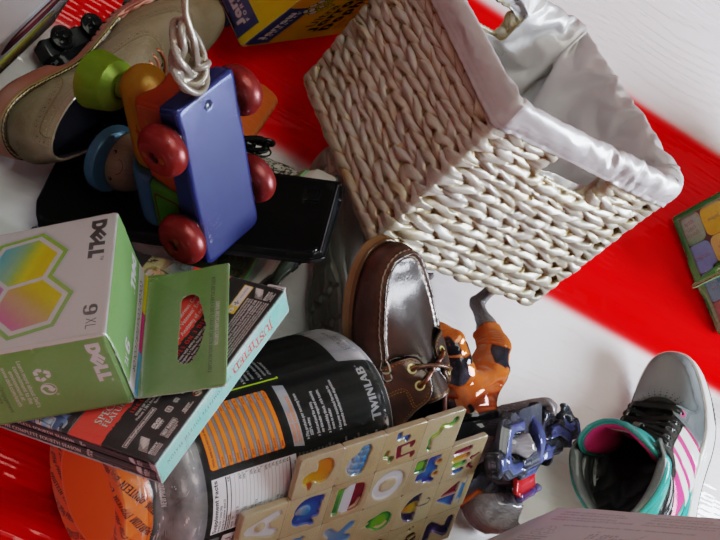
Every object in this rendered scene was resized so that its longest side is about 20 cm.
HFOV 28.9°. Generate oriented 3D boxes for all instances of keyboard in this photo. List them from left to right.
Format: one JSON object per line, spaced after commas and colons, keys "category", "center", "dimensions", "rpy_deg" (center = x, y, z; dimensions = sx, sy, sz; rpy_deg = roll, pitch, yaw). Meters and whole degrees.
{"category": "keyboard", "center": [-0.111, -0.057, 0.945], "dimensions": [0.199, 0.021, 0.127], "rpy_deg": [8, 46, 6]}

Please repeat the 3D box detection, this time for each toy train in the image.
{"category": "toy train", "center": [-0.127, -0.107, 0.843], "dimensions": [0.115, 0.201, 0.085], "rpy_deg": [25, 52, 28]}
{"category": "toy train", "center": [-0.151, -0.183, 1.030], "dimensions": [0.200, 0.034, 0.046], "rpy_deg": [-33, 94, -39]}

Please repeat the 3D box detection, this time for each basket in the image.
{"category": "basket", "center": [0.093, -0.104, 1.027], "dimensions": [0.198, 0.161, 0.200], "rpy_deg": [19, 36, -41]}

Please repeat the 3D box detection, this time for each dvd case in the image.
{"category": "dvd case", "center": [-0.162, 0.043, 0.845], "dimensions": [0.146, 0.199, 0.022], "rpy_deg": [-55, 148, -37]}

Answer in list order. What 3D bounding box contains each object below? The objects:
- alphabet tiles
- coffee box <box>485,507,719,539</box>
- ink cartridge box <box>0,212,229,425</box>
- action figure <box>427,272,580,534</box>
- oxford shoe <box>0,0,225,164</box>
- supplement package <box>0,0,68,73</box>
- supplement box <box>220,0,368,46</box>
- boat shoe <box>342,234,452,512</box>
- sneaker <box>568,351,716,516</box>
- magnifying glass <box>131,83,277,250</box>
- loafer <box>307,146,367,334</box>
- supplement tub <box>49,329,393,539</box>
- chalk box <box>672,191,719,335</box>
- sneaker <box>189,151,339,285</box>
{"category": "alphabet tiles", "center": [-0.004, 0.167, 0.912], "dimensions": [0.199, 0.167, 0.006], "rpy_deg": [-13, 43, -36]}
{"category": "coffee box", "center": [0.150, 0.283, 0.906], "dimensions": [0.199, 0.199, 0.199], "rpy_deg": [-15, 95, -38]}
{"category": "ink cartridge box", "center": [-0.179, 0.028, 0.804], "dimensions": [0.199, 0.059, 0.104], "rpy_deg": [-10, 42, 5]}
{"category": "action figure", "center": [0.094, 0.106, 1.061], "dimensions": [0.200, 0.104, 0.194], "rpy_deg": [15, 64, -63]}
{"category": "oxford shoe", "center": [-0.156, -0.129, 0.957], "dimensions": [0.200, 0.074, 0.071], "rpy_deg": [-43, 136, -28]}
{"category": "supplement package", "center": [-0.272, -0.168, 0.889], "dimensions": [0.109, 0.114, 0.200], "rpy_deg": [42, 53, -11]}
{"category": "supplement box", "center": [-0.018, -0.253, 1.078], "dimensions": [0.200, 0.109, 0.109], "rpy_deg": [-21, 83, -51]}
{"category": "boat shoe", "center": [0.034, 0.074, 0.956], "dimensions": [0.070, 0.070, 0.201], "rpy_deg": [-27, 125, -35]}
{"category": "sneaker", "center": [0.221, 0.134, 1.105], "dimensions": [0.121, 0.083, 0.201], "rpy_deg": [47, 47, -45]}
{"category": "magnifying glass", "center": [-0.114, -0.064, 1.015], "dimensions": [0.080, 0.022, 0.200], "rpy_deg": [40, 55, -15]}
{"category": "loafer", "center": [0.000, 0.000, 1.033], "dimensions": [0.070, 0.070, 0.201], "rpy_deg": [9, 65, -22]}
{"category": "supplement tub", "center": [-0.087, 0.114, 0.890], "dimensions": [0.199, 0.122, 0.123], "rpy_deg": [-12, 77, -37]}
{"category": "chalk box", "center": [0.378, -0.024, 1.269], "dimensions": [0.199, 0.124, 0.124], "rpy_deg": [-12, 78, -38]}
{"category": "sneaker", "center": [-0.099, -0.007, 0.962], "dimensions": [0.088, 0.077, 0.200], "rpy_deg": [31, 58, 10]}
